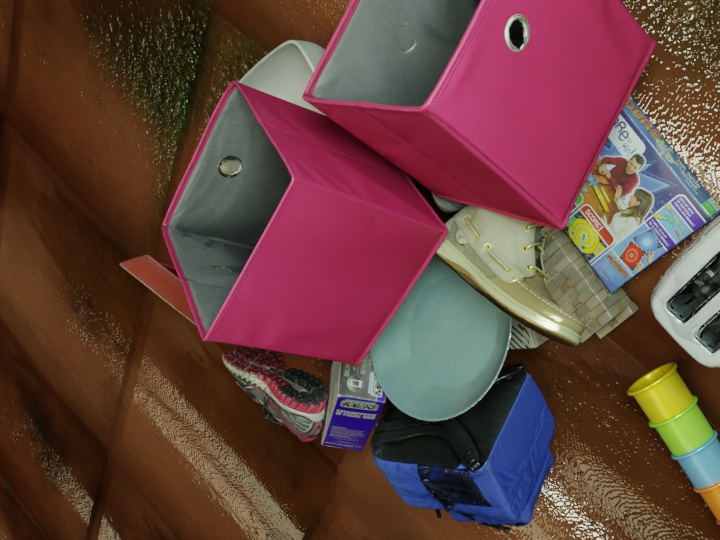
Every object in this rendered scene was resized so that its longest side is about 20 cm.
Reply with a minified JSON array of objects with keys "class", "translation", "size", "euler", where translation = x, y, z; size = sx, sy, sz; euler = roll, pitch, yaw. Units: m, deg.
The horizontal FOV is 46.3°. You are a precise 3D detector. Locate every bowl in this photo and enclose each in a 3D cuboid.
[{"class":"bowl","translation":[-0.071,-0.179,1.094],"size":[0.199,0.074,0.203],"euler":[-24,88,50]}]

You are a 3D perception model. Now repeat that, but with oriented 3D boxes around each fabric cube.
[{"class":"fabric cube","translation":[0.106,-0.183,0.768],"size":[0.199,0.198,0.198],"euler":[22,82,54]},{"class":"fabric cube","translation":[-0.066,-0.047,0.893],"size":[0.198,0.197,0.201],"euler":[-58,41,24]}]

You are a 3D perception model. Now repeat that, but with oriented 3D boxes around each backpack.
[{"class":"backpack","translation":[0.119,0.223,1.020],"size":[0.198,0.163,0.169],"euler":[-5,122,41]}]

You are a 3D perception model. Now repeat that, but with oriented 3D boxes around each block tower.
[{"class":"block tower","translation":[0.212,-0.017,0.918],"size":[0.201,0.057,0.054],"euler":[54,133,12]}]

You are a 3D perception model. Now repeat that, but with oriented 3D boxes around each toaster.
[{"class":"toaster","translation":[0.345,0.003,0.753],"size":[0.114,0.128,0.201],"euler":[50,132,17]}]

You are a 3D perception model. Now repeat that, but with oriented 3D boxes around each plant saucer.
[{"class":"plant saucer","translation":[0.094,0.066,0.938],"size":[0.199,0.038,0.205],"euler":[-15,69,42]},{"class":"plant saucer","translation":[-0.237,0.046,1.277],"size":[0.199,0.199,0.037],"euler":[33,91,26]}]

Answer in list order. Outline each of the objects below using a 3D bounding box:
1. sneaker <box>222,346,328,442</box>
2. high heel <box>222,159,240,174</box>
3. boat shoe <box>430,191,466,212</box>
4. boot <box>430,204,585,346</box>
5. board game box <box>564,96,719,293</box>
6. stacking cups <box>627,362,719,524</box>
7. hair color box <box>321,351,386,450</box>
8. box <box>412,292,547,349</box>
[{"class":"sneaker","translation":[-0.126,0.165,1.169],"size":[0.199,0.080,0.076],"euler":[31,126,41]},{"class":"high heel","translation":[-0.189,-0.085,1.196],"size":[0.143,0.070,0.204],"euler":[136,138,-81]},{"class":"boat shoe","translation":[0.098,-0.169,0.959],"size":[0.069,0.071,0.203],"euler":[-11,107,42]},{"class":"boot","translation":[0.174,-0.033,0.832],"size":[0.155,0.072,0.200],"euler":[-52,49,3]},{"class":"board game box","translation":[0.251,-0.097,0.865],"size":[0.201,0.034,0.135],"euler":[56,133,11]},{"class":"stacking cups","translation":[0.358,0.194,0.869],"size":[0.060,0.060,0.201],"euler":[-40,82,43]},{"class":"hair color box","translation":[-0.007,0.149,1.090],"size":[0.064,0.111,0.201],"euler":[8,152,-3]},{"class":"box","translation":[0.135,0.052,0.997],"size":[0.198,0.082,0.070],"euler":[-9,100,45]}]
